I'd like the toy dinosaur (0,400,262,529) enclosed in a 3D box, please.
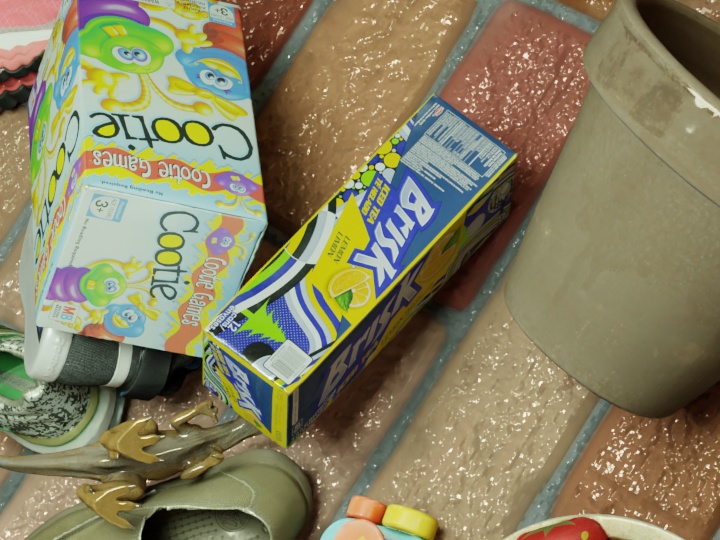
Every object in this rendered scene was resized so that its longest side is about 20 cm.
[{"bbox_3d":[-0.137,0.106,1.659,0.200,0.106,0.061,-7,95,1],"label":"toy dinosaur"}]

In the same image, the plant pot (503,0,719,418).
[{"bbox_3d":[0.168,-0.021,1.566,0.200,0.200,0.175,47,110,31],"label":"plant pot"}]

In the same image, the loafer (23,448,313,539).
[{"bbox_3d":[-0.123,0.159,1.665,0.200,0.067,0.076,-28,99,11],"label":"loafer"}]

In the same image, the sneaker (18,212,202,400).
[{"bbox_3d":[-0.139,0.011,1.751,0.200,0.112,0.073,-96,27,-54],"label":"sneaker"}]

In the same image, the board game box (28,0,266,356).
[{"bbox_3d":[-0.124,-0.062,1.681,0.200,0.103,0.105,-100,27,-50],"label":"board game box"}]

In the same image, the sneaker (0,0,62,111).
[{"bbox_3d":[-0.190,-0.155,1.832,0.200,0.074,0.087,-7,66,22],"label":"sneaker"}]

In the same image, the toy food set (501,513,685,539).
[{"bbox_3d":[0.120,0.225,1.516,0.200,0.049,0.198,44,106,14],"label":"toy food set"}]

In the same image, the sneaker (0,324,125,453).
[{"bbox_3d":[-0.238,0.052,1.761,0.200,0.089,0.077,12,75,28],"label":"sneaker"}]

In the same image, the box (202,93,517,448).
[{"bbox_3d":[0.000,0.000,1.642,0.064,0.070,0.200,37,65,17],"label":"box"}]

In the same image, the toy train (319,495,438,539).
[{"bbox_3d":[0.006,0.213,1.607,0.150,0.056,0.200,-35,60,7],"label":"toy train"}]
